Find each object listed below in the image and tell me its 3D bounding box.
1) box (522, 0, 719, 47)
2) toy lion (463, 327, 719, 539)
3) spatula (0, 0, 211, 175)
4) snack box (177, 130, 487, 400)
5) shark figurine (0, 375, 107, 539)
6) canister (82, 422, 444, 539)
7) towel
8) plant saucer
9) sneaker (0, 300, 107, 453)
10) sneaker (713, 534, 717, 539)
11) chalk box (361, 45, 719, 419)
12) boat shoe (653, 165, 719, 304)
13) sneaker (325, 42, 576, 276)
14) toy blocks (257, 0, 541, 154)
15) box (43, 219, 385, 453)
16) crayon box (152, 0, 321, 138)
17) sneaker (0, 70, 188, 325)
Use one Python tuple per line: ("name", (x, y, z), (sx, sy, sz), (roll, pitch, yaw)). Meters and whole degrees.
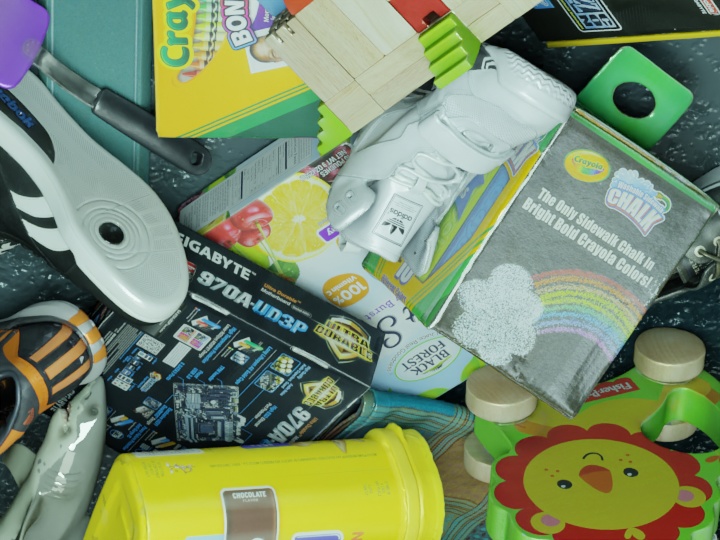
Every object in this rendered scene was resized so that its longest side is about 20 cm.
("box", (0.117, -0.211, 1.487), (0.159, 0.049, 0.200), (4, 142, 49))
("toy lion", (0.163, 0.125, 1.686), (0.199, 0.192, 0.069), (-12, 125, -22))
("spatula", (-0.167, -0.110, 1.608), (0.199, 0.021, 0.057), (32, 79, -31))
("snack box", (0.000, 0.000, 1.706), (0.142, 0.053, 0.200), (-31, 124, 24))
("shark figurine", (-0.203, 0.167, 1.755), (0.089, 0.129, 0.214), (21, 149, -20))
("canister", (-0.065, 0.169, 1.694), (0.199, 0.087, 0.149), (-2, 140, -25))
("towel", (0.045, 0.138, 1.798), (0.199, 0.022, 0.147), (14, 136, -32))
("plant saucer", (-0.162, -0.105, 1.642), (0.069, 0.019, 0.201), (2, 128, -3))
("sneaker", (-0.255, 0.080, 1.697), (0.199, 0.112, 0.078), (-24, 102, 47))
("sneaker", (0.155, 0.193, 1.845), (0.198, 0.080, 0.130), (14, 120, -16))
("chalk box", (0.117, -0.040, 1.608), (0.124, 0.124, 0.201), (32, 95, -26))
("boat shoe", (0.204, -0.013, 1.696), (0.199, 0.057, 0.069), (-20, 127, 15))
("sneaker", (0.047, -0.060, 1.534), (0.075, 0.116, 0.200), (28, 167, -23))
("toy blocks", (0.008, -0.172, 1.475), (0.200, 0.100, 0.137), (-34, 111, 33))
("box", (-0.100, 0.065, 1.715), (0.158, 0.046, 0.200), (28, 141, -13))
("crayon box", (-0.062, -0.172, 1.563), (0.118, 0.058, 0.201), (0, 129, -1))
("sneaker", (-0.186, -0.025, 1.628), (0.200, 0.073, 0.112), (51, 135, 16))
